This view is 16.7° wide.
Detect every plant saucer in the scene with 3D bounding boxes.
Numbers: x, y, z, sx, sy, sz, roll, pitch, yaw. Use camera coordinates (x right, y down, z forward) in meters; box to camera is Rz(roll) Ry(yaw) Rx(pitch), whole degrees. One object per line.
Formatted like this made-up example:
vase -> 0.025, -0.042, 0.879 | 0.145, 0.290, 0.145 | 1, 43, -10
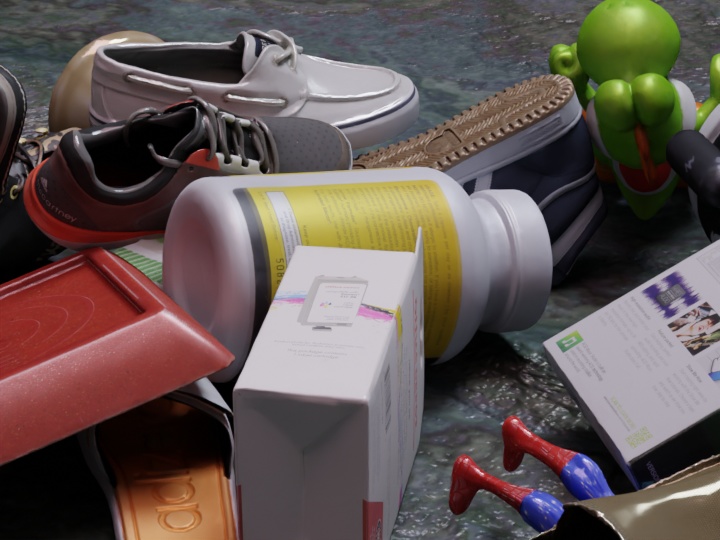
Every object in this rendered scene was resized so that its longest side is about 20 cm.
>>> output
plant saucer -> -0.185, 0.047, 1.269 | 0.200, 0.037, 0.200 | -22, 19, -13

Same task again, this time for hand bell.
hand bell -> -0.104, -0.072, 1.519 | 0.104, 0.104, 0.200 | -16, 28, -28

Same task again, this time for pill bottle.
pill bottle -> 0.000, 0.000, 1.352 | 0.200, 0.112, 0.112 | -4, 25, -25

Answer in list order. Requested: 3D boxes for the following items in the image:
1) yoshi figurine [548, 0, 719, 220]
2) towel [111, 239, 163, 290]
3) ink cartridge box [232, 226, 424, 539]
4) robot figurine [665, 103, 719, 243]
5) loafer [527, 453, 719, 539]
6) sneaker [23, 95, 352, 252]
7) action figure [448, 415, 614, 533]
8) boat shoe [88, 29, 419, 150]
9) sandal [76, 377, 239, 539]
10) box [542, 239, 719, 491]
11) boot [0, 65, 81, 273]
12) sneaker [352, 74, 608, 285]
yoshi figurine -> 0.173, -0.112, 1.507 | 0.112, 0.112, 0.200 | 46, 1, 12
towel -> -0.109, 0.024, 1.424 | 0.152, 0.023, 0.200 | 21, 32, 36
ink cartridge box -> -0.011, 0.065, 1.226 | 0.067, 0.117, 0.200 | 4, 25, 9
robot figurine -> 0.264, -0.033, 1.413 | 0.125, 0.150, 0.200 | -29, 30, 0
loafer -> 0.127, 0.130, 1.078 | 0.200, 0.067, 0.076 | -30, 49, -9
sneaker -> -0.085, -0.059, 1.373 | 0.200, 0.082, 0.077 | -12, 64, -29
action figure -> 0.135, 0.136, 1.152 | 0.200, 0.052, 0.065 | 27, 42, 36
boat shoe -> -0.063, -0.113, 1.470 | 0.200, 0.066, 0.072 | 0, 32, -4
sandal -> -0.096, 0.088, 1.235 | 0.079, 0.059, 0.207 | -7, 31, -13
box -> 0.203, 0.028, 1.243 | 0.200, 0.036, 0.144 | -31, 27, 1
boot -> -0.210, -0.054, 1.419 | 0.073, 0.200, 0.151 | 43, 37, 18
sneaker -> 0.053, -0.027, 1.466 | 0.200, 0.109, 0.070 | -25, 29, 1
